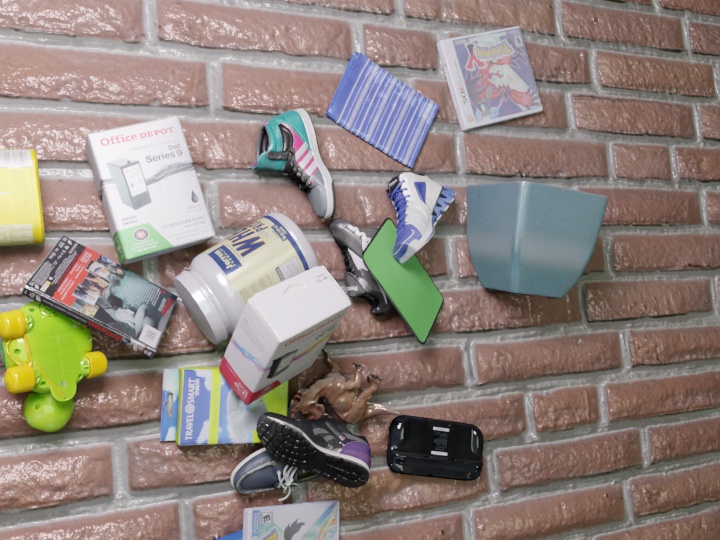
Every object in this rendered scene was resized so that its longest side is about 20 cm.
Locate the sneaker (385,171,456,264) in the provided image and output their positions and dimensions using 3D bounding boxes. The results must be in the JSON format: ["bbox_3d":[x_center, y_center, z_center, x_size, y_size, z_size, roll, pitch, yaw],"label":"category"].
[{"bbox_3d":[0.087,-0.111,1.256,0.115,0.081,0.200,37,52,-6],"label":"sneaker"}]

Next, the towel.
[{"bbox_3d":[0.045,-0.302,1.291,0.199,0.024,0.145,29,76,-18],"label":"towel"}]

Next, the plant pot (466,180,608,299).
[{"bbox_3d":[0.319,-0.053,1.301,0.195,0.196,0.201,6,93,-22],"label":"plant pot"}]

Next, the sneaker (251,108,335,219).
[{"bbox_3d":[-0.122,-0.175,1.174,0.120,0.084,0.201,-17,84,-28],"label":"sneaker"}]

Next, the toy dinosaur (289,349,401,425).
[{"bbox_3d":[-0.034,0.226,1.179,0.200,0.086,0.136,34,74,-22],"label":"toy dinosaur"}]

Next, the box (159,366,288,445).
[{"bbox_3d":[-0.219,0.219,1.119,0.199,0.048,0.123,4,83,-23],"label":"box"}]

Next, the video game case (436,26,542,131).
[{"bbox_3d":[0.265,-0.391,1.392,0.199,0.023,0.183,-18,92,-23],"label":"video game case"}]

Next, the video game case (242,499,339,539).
[{"bbox_3d":[-0.112,0.485,1.119,0.182,0.022,0.201,9,76,-39],"label":"video game case"}]

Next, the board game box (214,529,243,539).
[{"bbox_3d":[-0.241,0.514,1.083,0.199,0.045,0.153,-14,91,-23],"label":"board game box"}]

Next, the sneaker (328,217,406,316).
[{"bbox_3d":[0.000,0.000,1.221,0.090,0.066,0.200,-44,104,-22],"label":"sneaker"}]

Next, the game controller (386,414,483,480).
[{"bbox_3d":[0.142,0.329,1.272,0.199,0.042,0.105,13,66,-22],"label":"game controller"}]

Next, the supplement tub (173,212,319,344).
[{"bbox_3d":[-0.180,0.012,1.101,0.200,0.145,0.145,-34,98,-22],"label":"supplement tub"}]

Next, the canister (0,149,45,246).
[{"bbox_3d":[-0.565,-0.100,0.982,0.199,0.086,0.149,-5,87,-25],"label":"canister"}]

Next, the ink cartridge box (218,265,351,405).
[{"bbox_3d":[-0.120,0.101,1.059,0.147,0.200,0.086,-27,71,-38],"label":"ink cartridge box"}]

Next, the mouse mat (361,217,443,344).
[{"bbox_3d":[0.080,0.016,1.231,0.200,0.008,0.161,54,34,-14],"label":"mouse mat"}]

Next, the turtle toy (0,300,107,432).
[{"bbox_3d":[-0.455,0.133,0.996,0.145,0.101,0.201,-6,86,-49],"label":"turtle toy"}]

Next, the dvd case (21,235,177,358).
[{"bbox_3d":[-0.381,0.037,1.029,0.199,0.146,0.022,30,117,-18],"label":"dvd case"}]

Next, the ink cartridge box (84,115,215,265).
[{"bbox_3d":[-0.333,-0.126,1.082,0.145,0.084,0.201,-18,92,-24],"label":"ink cartridge box"}]

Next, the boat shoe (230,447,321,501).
[{"bbox_3d":[-0.113,0.329,1.138,0.199,0.062,0.075,-9,121,-26],"label":"boat shoe"}]

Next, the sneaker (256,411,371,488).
[{"bbox_3d":[-0.074,0.273,1.112,0.199,0.076,0.088,30,31,-11],"label":"sneaker"}]
